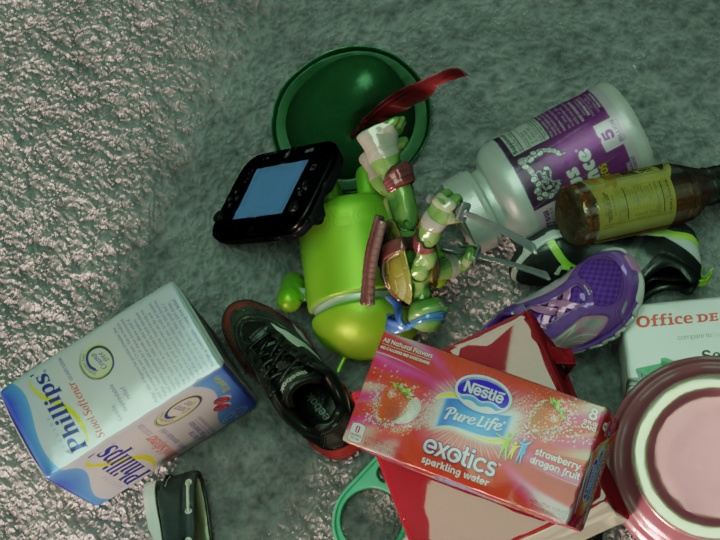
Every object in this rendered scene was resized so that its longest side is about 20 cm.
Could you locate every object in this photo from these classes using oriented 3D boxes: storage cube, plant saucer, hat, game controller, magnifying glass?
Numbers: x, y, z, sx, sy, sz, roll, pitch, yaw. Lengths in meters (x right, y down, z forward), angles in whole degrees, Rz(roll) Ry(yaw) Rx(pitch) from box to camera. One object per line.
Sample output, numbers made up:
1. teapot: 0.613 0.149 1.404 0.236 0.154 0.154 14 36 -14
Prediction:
1. storage cube: 0.121 0.166 1.481 0.199 0.171 0.181 -25 71 8
2. plant saucer: 0.324 0.174 1.526 0.199 0.051 0.202 -2 75 6
3. hat: -0.009 -0.189 1.692 0.199 0.176 0.166 -25 73 -1
4. game controller: -0.086 -0.077 1.679 0.042 0.200 0.105 24 76 -29
5. magnifying glass: 0.029 0.195 1.659 0.079 0.022 0.201 16 76 11

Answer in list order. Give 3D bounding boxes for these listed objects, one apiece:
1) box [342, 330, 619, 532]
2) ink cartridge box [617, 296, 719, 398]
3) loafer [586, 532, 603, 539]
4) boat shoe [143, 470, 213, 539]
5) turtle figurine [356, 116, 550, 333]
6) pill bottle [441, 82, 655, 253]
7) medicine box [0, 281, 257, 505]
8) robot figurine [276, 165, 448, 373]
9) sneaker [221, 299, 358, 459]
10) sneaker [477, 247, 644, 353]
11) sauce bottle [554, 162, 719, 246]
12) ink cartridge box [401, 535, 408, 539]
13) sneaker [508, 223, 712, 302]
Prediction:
1. box: 0.100 0.131 1.354 0.199 0.095 0.100 19 83 18
2. ink cartridge box: 0.329 0.130 1.608 0.145 0.084 0.201 -6 74 5
3. loafer: 0.159 0.195 1.616 0.200 0.072 0.073 42 84 17
4. boat shoe: -0.163 0.294 1.627 0.060 0.076 0.201 -19 73 7
5. turtle figurine: 0.081 -0.052 1.577 0.199 0.144 0.195 -31 74 28
6. pill bottle: 0.187 -0.098 1.676 0.199 0.112 0.113 -28 73 -1
7. medicine box: -0.222 0.125 1.625 0.199 0.182 0.103 -33 72 -3
8. robot figurine: 0.000 0.000 1.669 0.174 0.116 0.201 -10 73 4
9. sneaker: -0.071 0.100 1.659 0.071 0.098 0.201 -41 72 -2
10. sneaker: 0.183 0.048 1.601 0.200 0.088 0.081 -37 66 33
11. sauce bottle: 0.289 -0.071 1.630 0.199 0.066 0.066 -12 71 -23
12. ink cartridge box: 0.084 0.320 1.583 0.200 0.084 0.145 -44 73 -6
13. sneaker: 0.249 -0.001 1.648 0.199 0.072 0.083 -7 56 0
